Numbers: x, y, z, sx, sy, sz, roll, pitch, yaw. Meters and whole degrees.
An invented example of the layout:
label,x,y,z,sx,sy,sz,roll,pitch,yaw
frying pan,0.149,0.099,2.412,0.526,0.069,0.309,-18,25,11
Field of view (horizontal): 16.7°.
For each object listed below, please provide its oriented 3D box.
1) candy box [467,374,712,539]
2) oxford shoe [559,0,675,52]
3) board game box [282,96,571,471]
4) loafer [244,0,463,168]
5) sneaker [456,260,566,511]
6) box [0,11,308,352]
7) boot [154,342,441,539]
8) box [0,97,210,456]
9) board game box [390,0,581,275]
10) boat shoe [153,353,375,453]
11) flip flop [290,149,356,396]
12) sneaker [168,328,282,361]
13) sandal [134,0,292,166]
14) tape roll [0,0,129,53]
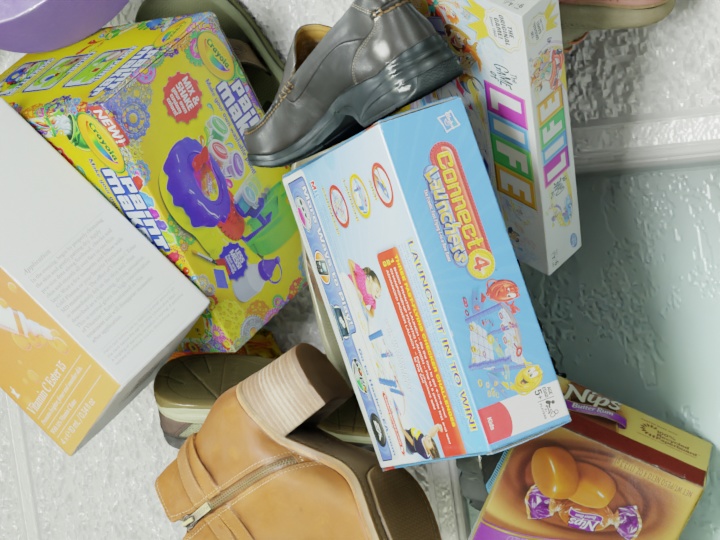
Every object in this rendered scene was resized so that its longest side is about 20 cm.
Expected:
label,x,y,z,sx,sy,sz,roll,pitch,yaw
candy box,0.128,0.174,1.538,0.116,0.057,0.201,23,123,3
oxford shoe,0.121,-0.159,1.511,0.199,0.071,0.074,11,127,49
board game box,0.035,0.013,1.483,0.201,0.056,0.196,71,160,0
loafer,-0.015,-0.116,1.477,0.200,0.073,0.073,-25,93,52
sneaker,0.102,0.062,1.573,0.082,0.073,0.202,6,114,42
box,-0.155,-0.058,1.724,0.192,0.122,0.201,-3,122,47
boot,-0.044,0.167,1.599,0.155,0.077,0.201,-42,75,26
box,-0.219,0.005,1.662,0.200,0.097,0.124,44,145,3
board game box,0.065,-0.104,1.476,0.134,0.034,0.201,28,144,34
boat shoe,-0.042,0.101,1.686,0.199,0.072,0.066,5,134,4
flip flop,0.000,0.000,1.651,0.080,0.058,0.202,-17,79,6
sneaker,-0.080,0.081,1.766,0.200,0.073,0.078,37,116,33
sandal,-0.096,-0.136,1.740,0.201,0.057,0.080,44,129,30
tape roll,-0.242,-0.259,1.718,0.198,0.085,0.202,-3,82,21
